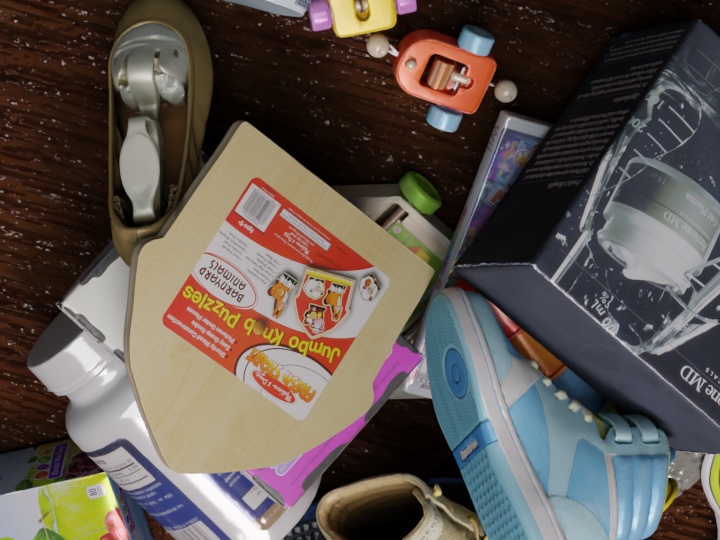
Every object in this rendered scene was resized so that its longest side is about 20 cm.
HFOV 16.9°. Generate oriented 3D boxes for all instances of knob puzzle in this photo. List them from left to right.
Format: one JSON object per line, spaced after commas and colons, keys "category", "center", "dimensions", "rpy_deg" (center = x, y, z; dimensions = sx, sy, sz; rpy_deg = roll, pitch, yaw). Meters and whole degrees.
{"category": "knob puzzle", "center": [-0.070, 0.036, 1.506], "dimensions": [0.219, 0.030, 0.220], "rpy_deg": [-7, 103, -30]}

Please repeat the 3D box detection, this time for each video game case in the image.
{"category": "video game case", "center": [0.123, 0.004, 1.617], "dimensions": [0.143, 0.018, 0.200], "rpy_deg": [14, 105, -21]}

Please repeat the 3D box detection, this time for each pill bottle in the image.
{"category": "pill bottle", "center": [-0.129, 0.103, 1.649], "dimensions": [0.111, 0.111, 0.200], "rpy_deg": [-38, 109, 17]}

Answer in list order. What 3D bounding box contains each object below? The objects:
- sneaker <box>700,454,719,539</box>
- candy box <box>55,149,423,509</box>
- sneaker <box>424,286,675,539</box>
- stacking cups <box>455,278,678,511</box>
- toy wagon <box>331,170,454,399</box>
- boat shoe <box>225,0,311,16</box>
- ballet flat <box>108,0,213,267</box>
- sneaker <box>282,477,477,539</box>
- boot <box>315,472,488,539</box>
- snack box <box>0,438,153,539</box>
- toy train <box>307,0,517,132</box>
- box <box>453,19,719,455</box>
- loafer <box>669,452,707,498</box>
{"category": "sneaker", "center": [0.291, 0.177, 1.686], "dimensions": [0.074, 0.081, 0.200], "rpy_deg": [-28, 124, -29]}
{"category": "candy box", "center": [-0.079, 0.038, 1.569], "dimensions": [0.200, 0.061, 0.136], "rpy_deg": [43, 81, -8]}
{"category": "sneaker", "center": [0.125, 0.094, 1.540], "dimensions": [0.130, 0.080, 0.200], "rpy_deg": [-16, 82, -22]}
{"category": "stacking cups", "center": [0.129, 0.083, 1.598], "dimensions": [0.060, 0.061, 0.200], "rpy_deg": [-35, 102, 15]}
{"category": "toy wagon", "center": [0.000, 0.000, 1.640], "dimensions": [0.200, 0.040, 0.155], "rpy_deg": [41, 109, -16]}
{"category": "boat shoe", "center": [-0.117, -0.226, 1.526], "dimensions": [0.200, 0.071, 0.091], "rpy_deg": [15, 87, 8]}
{"category": "ballet flat", "center": [-0.128, -0.097, 1.517], "dimensions": [0.069, 0.200, 0.063], "rpy_deg": [-8, 157, 8]}
{"category": "sneaker", "center": [0.009, 0.181, 1.719], "dimensions": [0.200, 0.078, 0.066], "rpy_deg": [-11, 104, -14]}
{"category": "boot", "center": [0.084, 0.189, 1.580], "dimensions": [0.200, 0.073, 0.155], "rpy_deg": [9, 161, 34]}
{"category": "snack box", "center": [-0.248, 0.218, 1.729], "dimensions": [0.200, 0.068, 0.169], "rpy_deg": [-13, 115, 8]}
{"category": "toy train", "center": [0.047, -0.196, 1.543], "dimensions": [0.150, 0.056, 0.200], "rpy_deg": [13, 114, -14]}
{"category": "box", "center": [0.203, -0.019, 1.536], "dimensions": [0.200, 0.124, 0.197], "rpy_deg": [39, 76, -17]}
{"category": "loafer", "center": [0.177, 0.142, 1.688], "dimensions": [0.200, 0.070, 0.070], "rpy_deg": [-40, 140, 0]}
